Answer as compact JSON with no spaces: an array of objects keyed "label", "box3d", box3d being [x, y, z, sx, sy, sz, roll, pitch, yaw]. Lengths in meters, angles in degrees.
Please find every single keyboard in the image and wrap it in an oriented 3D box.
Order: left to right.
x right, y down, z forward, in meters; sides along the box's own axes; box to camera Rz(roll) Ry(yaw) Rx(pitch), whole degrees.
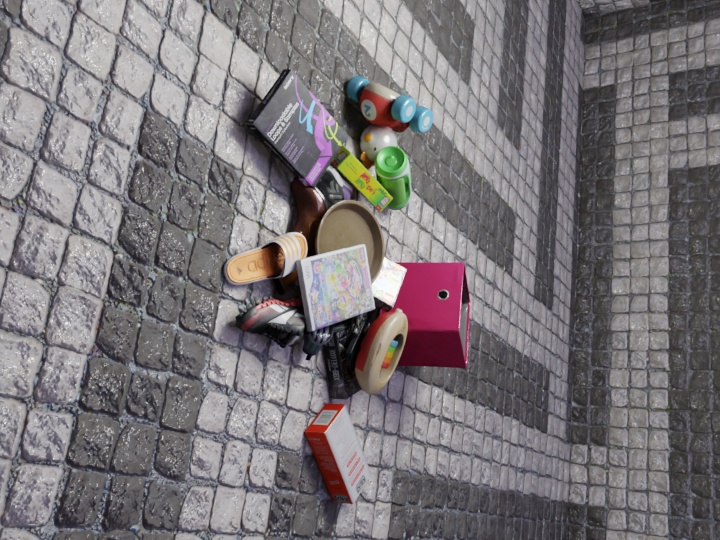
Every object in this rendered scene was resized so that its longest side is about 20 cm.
[{"label":"keyboard","box3d":[-0.002,0.123,1.657,0.105,0.039,0.202,85,23,-47]}]

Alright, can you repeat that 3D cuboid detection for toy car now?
[{"label":"toy car","box3d":[0.045,-0.343,1.773,0.176,0.183,0.203,11,106,-56]}]

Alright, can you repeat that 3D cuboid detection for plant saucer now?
[{"label":"plant saucer","box3d":[-0.026,-0.051,1.568,0.198,0.029,0.204,1,88,-43]}]

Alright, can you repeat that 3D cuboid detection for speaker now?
[{"label":"speaker","box3d":[0.083,-0.228,1.795,0.201,0.087,0.090,73,25,-68]}]

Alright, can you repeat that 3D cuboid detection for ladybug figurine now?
[{"label":"ladybug figurine","box3d":[0.044,0.178,1.626,0.203,0.071,0.136,-66,154,-4]}]

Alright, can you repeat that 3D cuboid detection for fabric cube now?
[{"label":"fabric cube","box3d":[0.164,0.110,1.786,0.201,0.195,0.199,70,26,-54]}]

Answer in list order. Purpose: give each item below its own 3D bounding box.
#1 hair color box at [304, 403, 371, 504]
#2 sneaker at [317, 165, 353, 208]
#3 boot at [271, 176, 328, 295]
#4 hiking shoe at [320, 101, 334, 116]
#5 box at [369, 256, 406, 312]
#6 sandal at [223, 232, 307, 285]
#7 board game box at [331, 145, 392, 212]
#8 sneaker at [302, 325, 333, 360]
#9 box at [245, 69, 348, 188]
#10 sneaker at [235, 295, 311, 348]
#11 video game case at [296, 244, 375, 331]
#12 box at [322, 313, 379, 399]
[{"label":"hair color box","box3d":[-0.048,0.410,1.609,0.102,0.060,0.203,-46,124,-49]},{"label":"sneaker","box3d":[-0.083,-0.178,1.602,0.199,0.075,0.089,28,69,-53]},{"label":"boot","box3d":[-0.148,-0.078,1.518,0.199,0.068,0.191,-39,119,-38]},{"label":"hiking shoe","box3d":[-0.129,-0.306,1.548,0.199,0.075,0.103,-23,112,-46]},{"label":"box","box3d":[0.000,0.000,1.638,0.198,0.035,0.111,28,58,-10]},{"label":"sandal","box3d":[-0.171,-0.017,1.414,0.205,0.059,0.081,-25,104,-41]},{"label":"board game box","box3d":[-0.011,-0.227,1.687,0.048,0.102,0.200,-44,139,4]},{"label":"sneaker","box3d":[-0.095,0.102,1.580,0.073,0.088,0.201,25,38,-9]},{"label":"box","box3d":[-0.126,-0.287,1.470,0.200,0.036,0.144,43,72,-36]},{"label":"sneaker","box3d":[-0.163,0.106,1.421,0.199,0.071,0.099,-1,58,-59]},{"label":"video game case","box3d":[-0.048,0.032,1.500,0.198,0.018,0.146,-16,99,-47]},{"label":"box","box3d":[-0.011,0.194,1.698,0.199,0.049,0.161,-23,107,-56]}]
